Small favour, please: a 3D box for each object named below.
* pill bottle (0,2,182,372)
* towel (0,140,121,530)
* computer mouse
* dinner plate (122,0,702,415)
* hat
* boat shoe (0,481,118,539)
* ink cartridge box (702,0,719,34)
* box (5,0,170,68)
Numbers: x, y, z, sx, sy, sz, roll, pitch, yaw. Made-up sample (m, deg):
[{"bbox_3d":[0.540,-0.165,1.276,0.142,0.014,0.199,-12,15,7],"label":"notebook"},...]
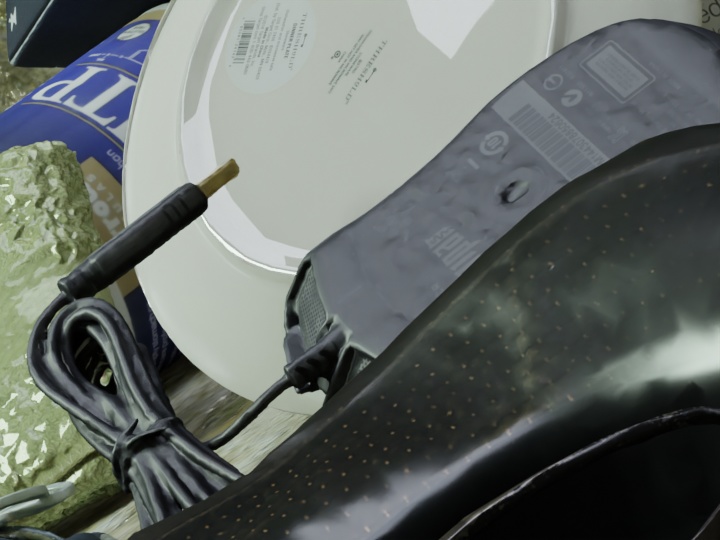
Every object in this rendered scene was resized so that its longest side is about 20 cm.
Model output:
[{"bbox_3d":[-0.112,-0.009,1.137,0.200,0.120,0.119,-40,11,-36],"label":"pill bottle"},{"bbox_3d":[-0.163,0.053,1.003,0.199,0.149,0.036,-32,-36,13],"label":"towel"},{"bbox_3d":[0.009,0.000,0.767,0.200,0.046,0.140,-41,43,-9],"label":"computer mouse"},{"bbox_3d":[0.006,-0.056,0.839,0.199,0.024,0.202,-17,59,30],"label":"dinner plate"},{"bbox_3d":[0.035,0.060,0.351,0.200,0.081,0.201,-33,17,11],"label":"hat"},{"bbox_3d":[-0.084,0.089,0.682,0.075,0.062,0.200,-38,9,-15],"label":"boat shoe"},{"bbox_3d":[0.047,-0.128,0.929,0.146,0.201,0.083,-27,8,36],"label":"ink cartridge box"},{"bbox_3d":[-0.047,-0.191,1.253,0.197,0.201,0.123,3,-21,-21],"label":"box"}]
